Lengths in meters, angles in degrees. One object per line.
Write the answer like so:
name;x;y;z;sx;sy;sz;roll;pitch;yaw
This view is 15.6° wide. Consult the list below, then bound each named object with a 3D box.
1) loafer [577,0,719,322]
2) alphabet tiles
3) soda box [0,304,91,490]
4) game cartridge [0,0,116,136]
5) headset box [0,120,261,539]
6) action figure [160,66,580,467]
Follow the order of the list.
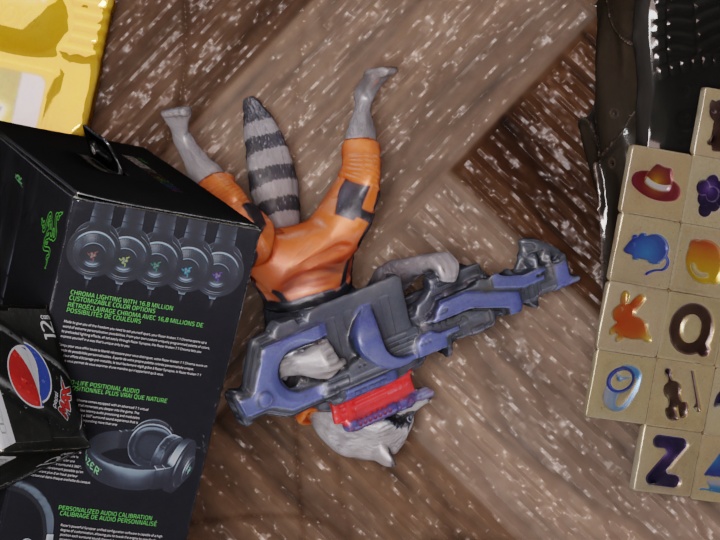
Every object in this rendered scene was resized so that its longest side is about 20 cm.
loafer;0.148;-0.057;1.318;0.073;0.071;0.201;-1;98;-31
alphabet tiles;0.194;0.016;1.299;0.166;0.006;0.201;8;94;-22
soda box;-0.216;0.081;1.133;0.200;0.063;0.071;-26;76;27
game cartridge;-0.227;-0.069;1.325;0.176;0.032;0.201;12;87;0
headset box;-0.133;0.035;1.219;0.092;0.174;0.201;10;101;-25
action figure;0.000;0.000;1.310;0.199;0.105;0.194;-13;94;-27
